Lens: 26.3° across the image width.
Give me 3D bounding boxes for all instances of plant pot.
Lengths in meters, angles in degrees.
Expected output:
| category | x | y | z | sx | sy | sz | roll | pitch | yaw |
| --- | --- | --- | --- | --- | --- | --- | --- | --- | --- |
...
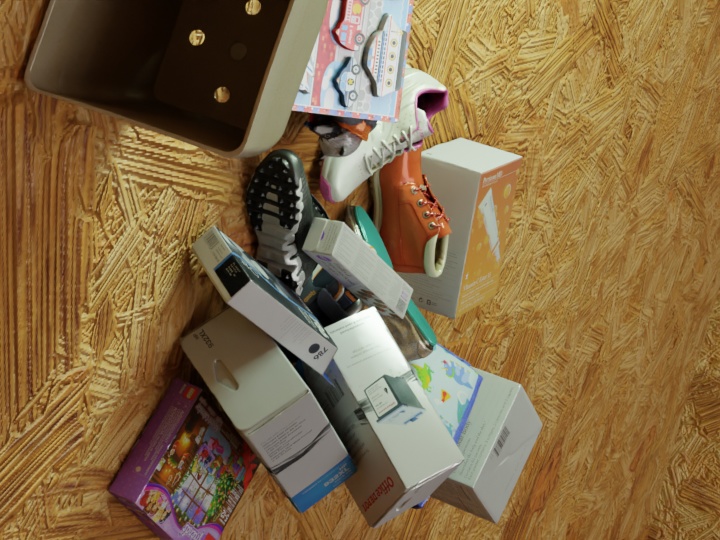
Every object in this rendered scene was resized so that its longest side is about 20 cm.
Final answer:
| category | x | y | z | sx | sy | sz | roll | pitch | yaw |
| --- | --- | --- | --- | --- | --- | --- | --- | --- | --- |
| plant pot | -0.130 | -0.205 | 1.300 | 0.177 | 0.200 | 0.200 | 15 | 95 | -76 |

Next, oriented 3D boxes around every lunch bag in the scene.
| category | x | y | z | sx | sy | sz | roll | pitch | yaw |
| --- | --- | --- | --- | --- | --- | --- | --- | --- | --- |
| lunch bag | 0.036 | 0.163 | 1.864 | 0.200 | 0.170 | 0.127 | -59 | -166 | -18 |

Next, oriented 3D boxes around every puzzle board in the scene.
| category | x | y | z | sx | sy | sz | roll | pitch | yaw |
| --- | --- | --- | --- | --- | --- | --- | --- | --- | --- |
| puzzle board | -0.010 | -0.256 | 1.557 | 0.151 | 0.017 | 0.200 | 3 | 98 | -33 |

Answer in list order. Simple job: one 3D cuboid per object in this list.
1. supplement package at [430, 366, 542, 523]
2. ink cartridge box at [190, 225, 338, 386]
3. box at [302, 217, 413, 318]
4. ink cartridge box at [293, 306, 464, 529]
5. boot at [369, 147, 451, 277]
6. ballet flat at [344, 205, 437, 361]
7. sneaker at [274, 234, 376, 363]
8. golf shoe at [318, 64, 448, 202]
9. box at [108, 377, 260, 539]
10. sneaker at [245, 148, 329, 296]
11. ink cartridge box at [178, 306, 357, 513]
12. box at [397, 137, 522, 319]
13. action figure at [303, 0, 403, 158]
| category | x | y | z | sx | sy | sz | roll | pitch | yaw |
| --- | --- | --- | --- | --- | --- | --- | --- | --- | --- |
| supplement package | 0.107 | 0.209 | 2.019 | 0.152 | 0.200 | 0.151 | -63 | 153 | -17 |
| ink cartridge box | -0.087 | 0.039 | 1.582 | 0.039 | 0.099 | 0.200 | -43 | 137 | 4 |
| box | 0.000 | 0.000 | 1.681 | 0.200 | 0.039 | 0.041 | 41 | 64 | -58 |
| ink cartridge box | 0.012 | 0.164 | 1.698 | 0.086 | 0.200 | 0.146 | -25 | 164 | -26 |
| boot | 0.067 | -0.086 | 1.850 | 0.075 | 0.107 | 0.200 | -32 | 134 | -50 |
| ballet flat | 0.015 | 0.022 | 1.811 | 0.067 | 0.200 | 0.068 | -30 | 175 | 18 |
| sneaker | -0.052 | 0.041 | 1.735 | 0.200 | 0.079 | 0.078 | -63 | 154 | -11 |
| golf shoe | 0.026 | -0.154 | 1.739 | 0.200 | 0.091 | 0.075 | -58 | 153 | -22 |
| box | -0.183 | 0.219 | 1.644 | 0.137 | 0.039 | 0.200 | -60 | 153 | -19 |
| sneaker | -0.073 | -0.059 | 1.643 | 0.091 | 0.066 | 0.200 | -50 | 151 | -41 |
| ink cartridge box | -0.095 | 0.145 | 1.622 | 0.084 | 0.145 | 0.200 | -35 | 146 | -7 |
| box | 0.125 | -0.056 | 1.990 | 0.124 | 0.097 | 0.200 | -25 | 129 | -56 |
| action figure | -0.018 | -0.212 | 1.605 | 0.200 | 0.105 | 0.194 | 8 | 91 | -65 |
